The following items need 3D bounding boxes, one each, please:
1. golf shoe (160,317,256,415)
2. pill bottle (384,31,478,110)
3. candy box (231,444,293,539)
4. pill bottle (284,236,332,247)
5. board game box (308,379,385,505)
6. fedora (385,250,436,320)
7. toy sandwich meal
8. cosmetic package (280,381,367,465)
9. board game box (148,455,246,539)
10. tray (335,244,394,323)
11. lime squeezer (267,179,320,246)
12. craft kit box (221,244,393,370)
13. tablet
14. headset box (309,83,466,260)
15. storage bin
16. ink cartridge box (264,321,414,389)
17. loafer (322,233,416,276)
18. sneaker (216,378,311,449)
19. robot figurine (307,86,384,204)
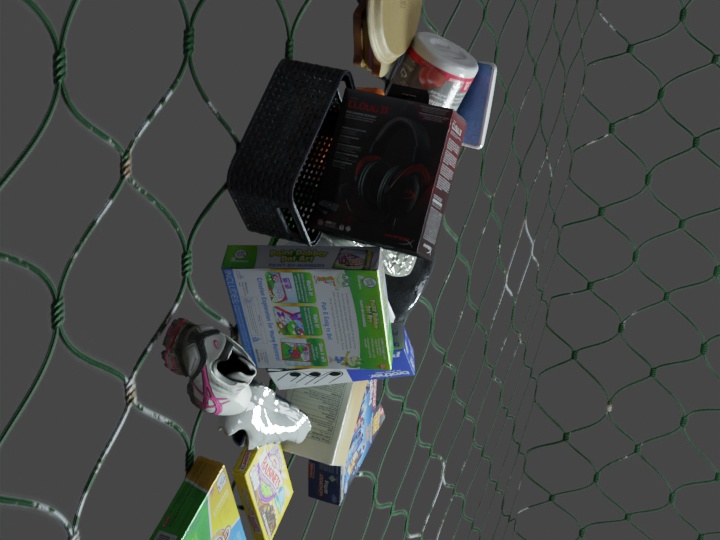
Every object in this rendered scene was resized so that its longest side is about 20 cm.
[{"bbox_3d":[-0.164,0.129,1.439,0.200,0.091,0.073,62,46,-59],"label":"golf shoe"},{"bbox_3d":[0.087,-0.247,1.811,0.201,0.110,0.111,-62,168,26],"label":"pill bottle"},{"bbox_3d":[-0.140,0.307,1.742,0.201,0.026,0.103,81,25,-48],"label":"candy box"},{"bbox_3d":[-0.054,0.035,1.671,0.200,0.110,0.112,68,40,-59],"label":"pill bottle"},{"bbox_3d":[-0.019,0.247,1.992,0.200,0.061,0.202,-49,147,-56],"label":"board game box"},{"bbox_3d":[0.063,0.010,1.941,0.202,0.091,0.201,-63,177,-5],"label":"fedora"},{"bbox_3d":[0.030,-0.385,1.706,0.205,0.070,0.207,11,90,-69],"label":"toy sandwich meal"},{"bbox_3d":[-0.051,0.181,1.792,0.071,0.104,0.202,31,75,-70],"label":"cosmetic package"},{"bbox_3d":[-0.210,0.362,1.554,0.201,0.040,0.154,82,28,-46],"label":"board game box"},{"bbox_3d":[0.000,0.000,1.714,0.022,0.201,0.108,-29,140,-3],"label":"tray"},{"bbox_3d":[-0.078,-0.079,1.598,0.200,0.070,0.038,-47,142,-9],"label":"lime squeezer"},{"bbox_3d":[-0.062,0.050,1.526,0.201,0.195,0.049,83,14,-47],"label":"craft kit box"},{"bbox_3d":[0.125,-0.270,1.861,0.014,0.199,0.131,-3,107,-45],"label":"tablet"},{"bbox_3d":[0.037,-0.129,1.482,0.075,0.147,0.202,23,82,-71],"label":"headset box"},{"bbox_3d":[-0.078,-0.149,1.508,0.136,0.093,0.201,69,38,-58],"label":"storage bin"},{"bbox_3d":[-0.029,0.119,1.661,0.094,0.198,0.045,66,19,-60],"label":"ink cartridge box"},{"bbox_3d":[0.012,-0.044,1.646,0.200,0.069,0.070,33,77,-53],"label":"loafer"},{"bbox_3d":[-0.136,0.203,1.624,0.088,0.074,0.200,-63,145,-10],"label":"sneaker"},{"bbox_3d":[-0.003,-0.153,1.679,0.144,0.116,0.202,47,60,-79],"label":"robot figurine"}]
